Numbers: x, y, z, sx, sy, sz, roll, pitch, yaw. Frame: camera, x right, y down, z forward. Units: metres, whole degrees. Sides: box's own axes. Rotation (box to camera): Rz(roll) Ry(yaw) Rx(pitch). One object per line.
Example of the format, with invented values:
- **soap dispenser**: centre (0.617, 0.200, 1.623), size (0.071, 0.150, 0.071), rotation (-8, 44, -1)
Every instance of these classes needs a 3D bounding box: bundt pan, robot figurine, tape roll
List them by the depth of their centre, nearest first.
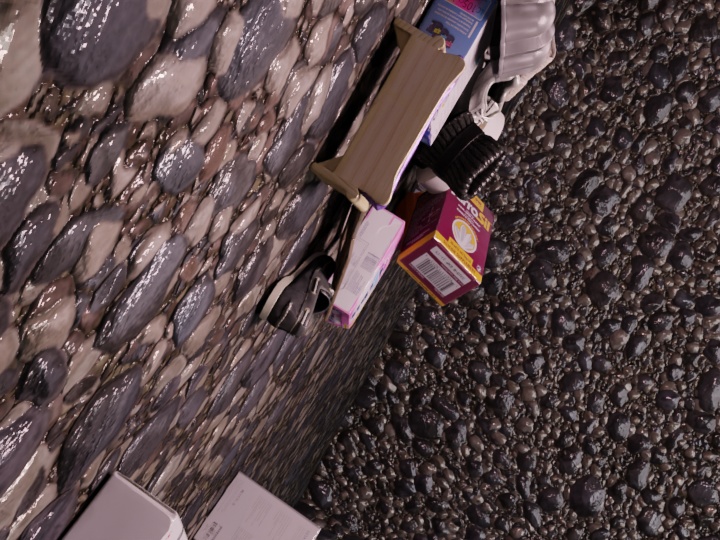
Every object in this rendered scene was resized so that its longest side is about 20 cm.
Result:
- **bundt pan**: centre (0.208, -0.354, 0.983), size (0.202, 0.074, 0.207), rotation (-4, 90, -84)
- **tape roll**: centre (0.184, -0.231, 1.421), size (0.203, 0.037, 0.204), rotation (-44, -161, 19)
- **robot figurine**: centre (0.128, -0.084, 1.594), size (0.143, 0.116, 0.201), rotation (-40, 152, -15)

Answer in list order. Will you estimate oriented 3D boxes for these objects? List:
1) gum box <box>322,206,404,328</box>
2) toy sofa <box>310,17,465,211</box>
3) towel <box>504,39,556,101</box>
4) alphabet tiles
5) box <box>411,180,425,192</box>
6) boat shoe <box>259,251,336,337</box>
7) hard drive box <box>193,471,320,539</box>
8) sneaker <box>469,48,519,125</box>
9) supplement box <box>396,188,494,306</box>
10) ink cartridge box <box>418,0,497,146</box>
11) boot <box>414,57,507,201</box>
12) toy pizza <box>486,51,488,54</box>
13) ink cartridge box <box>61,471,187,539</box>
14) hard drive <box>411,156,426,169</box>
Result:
- **gum box**: centre (0.000, 0.000, 1.324), size (0.202, 0.065, 0.114), rotation (-58, 171, -15)
- **toy sofa**: centre (0.036, -0.166, 0.854), size (0.203, 0.096, 0.083), rotation (-61, 172, 0)
- **towel**: centre (0.287, -0.412, 1.342), size (0.132, 0.034, 0.204), rotation (-42, -140, 53)
- **alphabet tiles**: centre (-0.013, -0.055, 1.061), size (0.202, 0.007, 0.169), rotation (112, -8, -45)
- **box**: centre (0.179, -0.240, 1.663), size (0.203, 0.044, 0.160), rotation (-64, 170, 30)
- **boat shoe**: centre (-0.069, 0.033, 1.024), size (0.073, 0.067, 0.200), rotation (-64, 174, 24)
- **hard drive box**: centre (-0.200, 0.516, 1.461), size (0.157, 0.198, 0.077), rotation (-52, 170, -34)
- **sneaker**: centre (0.177, -0.261, 1.226), size (0.074, 0.082, 0.201), rotation (18, 118, -46)
- **supplement box**: centre (0.162, -0.059, 1.400), size (0.103, 0.130, 0.202), rotation (-33, -156, 38)
- **ink cartridge box**: centre (0.095, -0.252, 0.982), size (0.203, 0.075, 0.136), rotation (-61, 172, -2)
- **boot**: centre (0.165, -0.230, 1.151), size (0.079, 0.157, 0.214), rotation (4, 120, -54)
- **toy pizza**: centre (0.195, -0.317, 1.311), size (0.201, 0.031, 0.202), rotation (-49, 155, -31)
- **ink cartridge box**: centre (-0.256, 0.313, 0.790), size (0.147, 0.083, 0.201), rotation (-55, 171, -29)
- **hard drive**: centre (0.158, -0.294, 1.382), size (0.202, 0.032, 0.140), rotation (-59, 172, -9)
